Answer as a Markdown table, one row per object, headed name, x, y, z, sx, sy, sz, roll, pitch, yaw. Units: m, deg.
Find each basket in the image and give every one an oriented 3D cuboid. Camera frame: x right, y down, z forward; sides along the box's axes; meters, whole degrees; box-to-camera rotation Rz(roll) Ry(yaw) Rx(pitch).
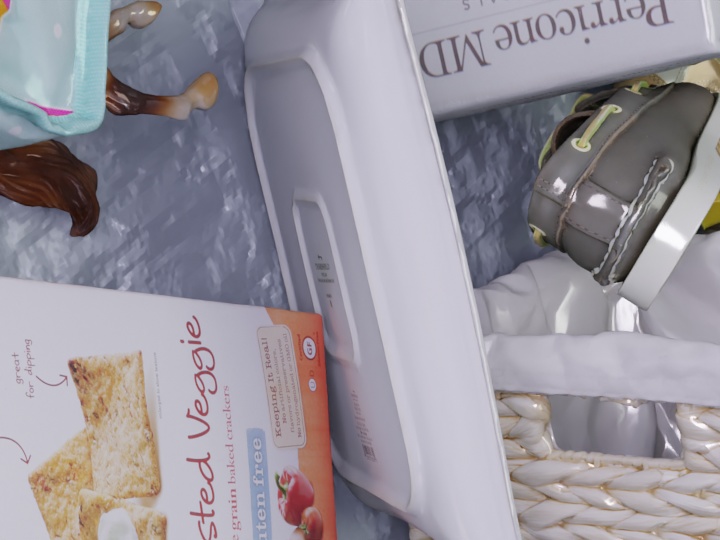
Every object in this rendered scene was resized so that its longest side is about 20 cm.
| name | x | y | z | sx | sy | sz | roll | pitch | yaw |
| --- | --- | --- | --- | --- | --- | --- | --- | --- | --- |
| basket | 0.141 | 0.079 | 0.995 | 0.200 | 0.197 | 0.162 | -23 | 111 | -54 |

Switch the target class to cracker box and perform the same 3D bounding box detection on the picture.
| name | x | y | z | sx | sy | sz | roll | pitch | yaw |
| --- | --- | --- | --- | --- | --- | --- | --- | --- | --- |
| cracker box | -0.087 | 0.075 | 0.810 | 0.199 | 0.057 | 0.135 | 7 | 76 | -52 |

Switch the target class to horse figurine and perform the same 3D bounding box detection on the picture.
| name | x | y | z | sx | sy | sz | roll | pitch | yaw |
| --- | --- | --- | --- | --- | --- | --- | --- | --- | --- |
| horse figurine | -0.112 | -0.107 | 0.819 | 0.132 | 0.050 | 0.201 | -10 | 96 | -41 |

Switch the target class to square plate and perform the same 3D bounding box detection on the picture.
| name | x | y | z | sx | sy | sz | roll | pitch | yaw |
| --- | --- | --- | --- | --- | --- | --- | --- | --- | --- |
| square plate | 0.000 | 0.000 | 0.875 | 0.028 | 0.200 | 0.199 | -13 | 95 | -12 |

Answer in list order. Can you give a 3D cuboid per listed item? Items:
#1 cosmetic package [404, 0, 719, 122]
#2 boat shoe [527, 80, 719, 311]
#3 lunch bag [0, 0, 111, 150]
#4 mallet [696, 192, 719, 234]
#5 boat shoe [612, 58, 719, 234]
| name | x | y | z | sx | sy | sz | roll | pitch | yaw |
| --- | --- | --- | --- | --- | --- | --- | --- | --- | --- |
| cosmetic package | 0.088 | -0.174 | 1.014 | 0.165 | 0.164 | 0.201 | -16 | 94 | -53 |
| boat shoe | 0.101 | -0.041 | 0.992 | 0.060 | 0.072 | 0.202 | 29 | 16 | 0 |
| lunch bag | -0.147 | -0.132 | 0.680 | 0.122 | 0.170 | 0.201 | 18 | 71 | -49 |
| mallet | 0.189 | -0.050 | 1.106 | 0.066 | 0.199 | 0.041 | 57 | 18 | -19 |
| boat shoe | 0.169 | -0.025 | 1.183 | 0.076 | 0.071 | 0.200 | -50 | 116 | -29 |
